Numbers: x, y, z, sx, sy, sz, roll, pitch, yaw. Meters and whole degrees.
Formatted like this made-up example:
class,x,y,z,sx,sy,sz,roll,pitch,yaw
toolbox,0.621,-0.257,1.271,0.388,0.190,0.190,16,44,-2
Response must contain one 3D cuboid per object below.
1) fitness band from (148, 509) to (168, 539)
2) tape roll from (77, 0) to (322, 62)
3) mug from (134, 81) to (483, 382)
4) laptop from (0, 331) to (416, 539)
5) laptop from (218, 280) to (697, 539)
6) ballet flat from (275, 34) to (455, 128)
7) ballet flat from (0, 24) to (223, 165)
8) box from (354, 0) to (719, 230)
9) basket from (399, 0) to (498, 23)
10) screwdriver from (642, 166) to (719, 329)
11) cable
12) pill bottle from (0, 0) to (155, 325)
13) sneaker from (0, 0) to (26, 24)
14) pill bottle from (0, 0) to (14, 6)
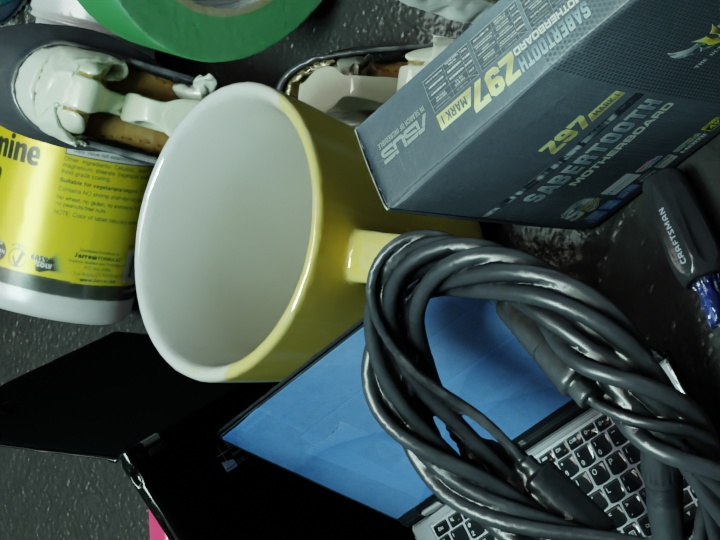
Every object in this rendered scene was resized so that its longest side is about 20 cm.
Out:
class,x,y,z,sx,sy,sz,roll,pitch,yaw
fitness band,-0.069,0.155,1.194,0.143,0.037,0.202,-13,77,46
tape roll,-0.082,-0.218,1.118,0.048,0.199,0.202,21,101,43
mug,-0.007,0.003,1.050,0.150,0.152,0.187,-57,45,21
laptop,-0.091,0.113,1.063,0.116,0.187,0.201,-36,86,32
laptop,0.066,0.115,0.973,0.187,0.115,0.201,-38,72,37
ballet flat,0.028,-0.092,1.092,0.199,0.073,0.074,5,90,44
ballet flat,-0.134,-0.096,1.164,0.073,0.198,0.074,-163,90,-85
box,0.118,-0.093,0.942,0.200,0.157,0.051,-40,60,34
basket,0.061,-0.245,0.986,0.161,0.197,0.201,-38,61,31
screwdriver,0.174,0.041,0.963,0.029,0.028,0.202,-20,67,12
cable,0.077,0.065,0.863,0.200,0.051,0.163,50,151,0
pill bottle,-0.178,-0.076,1.263,0.112,0.112,0.202,19,100,43
sneaker,-0.295,-0.195,1.409,0.199,0.082,0.071,-29,68,37
pill bottle,-0.192,-0.241,1.276,0.199,0.111,0.112,-19,73,26
